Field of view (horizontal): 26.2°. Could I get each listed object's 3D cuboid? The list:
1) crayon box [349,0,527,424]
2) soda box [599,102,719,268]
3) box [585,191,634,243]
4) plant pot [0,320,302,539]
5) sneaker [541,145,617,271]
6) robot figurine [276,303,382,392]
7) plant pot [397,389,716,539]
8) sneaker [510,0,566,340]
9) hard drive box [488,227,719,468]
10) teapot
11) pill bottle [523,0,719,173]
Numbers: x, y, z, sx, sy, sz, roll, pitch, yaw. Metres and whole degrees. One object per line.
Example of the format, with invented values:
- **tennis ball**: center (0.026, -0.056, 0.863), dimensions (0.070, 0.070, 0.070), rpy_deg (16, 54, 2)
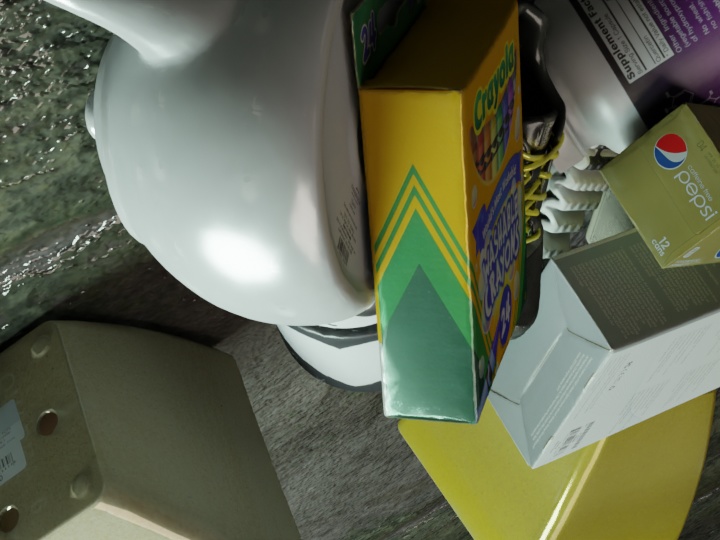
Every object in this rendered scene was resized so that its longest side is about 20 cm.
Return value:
- **crayon box**: center (0.043, -0.046, 0.742), dimensions (0.051, 0.126, 0.202), rpy_deg (3, 118, 17)
- **soda box**: center (0.218, -0.049, 0.901), dimensions (0.064, 0.068, 0.199), rpy_deg (-39, 162, 28)
- **box**: center (0.233, -0.054, 1.129), dimensions (0.077, 0.096, 0.201), rpy_deg (-23, 156, -14)
- **plant pot**: center (-0.177, 0.149, 0.982), dimensions (0.199, 0.201, 0.177), rpy_deg (-34, 144, 12)
- **sneaker**: center (0.122, -0.061, 1.029), dimensions (0.075, 0.081, 0.201), rpy_deg (7, 118, -57)
- **robot figurine**: center (-0.002, 0.001, 0.946), dimensions (0.149, 0.125, 0.200), rpy_deg (-31, 156, -7)
- **plant pot**: center (0.184, 0.124, 1.317), dimensions (0.198, 0.201, 0.178), rpy_deg (-9, 139, -35)
- **sneaker**: center (0.071, -0.055, 0.833), dimensions (0.074, 0.203, 0.084), rpy_deg (-24, -161, -36)
- **hard drive box**: center (0.199, 0.037, 1.054), dimensions (0.198, 0.077, 0.156), rpy_deg (-18, 152, -28)
- **teapot**: center (-0.060, -0.068, 0.732), dimensions (0.144, 0.203, 0.197), rpy_deg (3, -162, 18)
- **pill bottle**: center (0.176, -0.142, 0.876), dimensions (0.199, 0.113, 0.112), rpy_deg (-34, 155, 11)
